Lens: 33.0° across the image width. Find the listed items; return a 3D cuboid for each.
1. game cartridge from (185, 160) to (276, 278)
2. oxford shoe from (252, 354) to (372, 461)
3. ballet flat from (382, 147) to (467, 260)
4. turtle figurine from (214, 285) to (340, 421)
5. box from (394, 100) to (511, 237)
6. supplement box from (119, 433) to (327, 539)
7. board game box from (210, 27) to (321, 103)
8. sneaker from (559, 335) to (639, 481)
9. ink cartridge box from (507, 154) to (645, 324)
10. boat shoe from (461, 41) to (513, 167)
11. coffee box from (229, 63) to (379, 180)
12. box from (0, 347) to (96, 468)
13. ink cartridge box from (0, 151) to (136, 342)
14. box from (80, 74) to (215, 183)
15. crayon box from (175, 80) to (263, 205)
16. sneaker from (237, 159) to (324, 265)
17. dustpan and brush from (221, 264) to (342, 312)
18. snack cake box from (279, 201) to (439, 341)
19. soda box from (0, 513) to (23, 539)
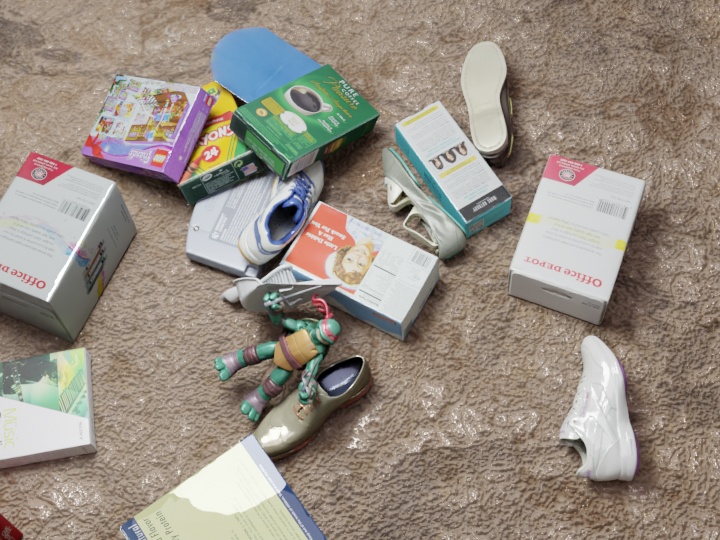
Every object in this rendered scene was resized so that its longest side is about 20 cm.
[{"bbox_3d":[-0.174,-0.090,1.794,0.132,0.041,0.202,20,66,9],"label":"game cartridge"},{"bbox_3d":[-0.071,0.177,1.632,0.199,0.074,0.071,-40,70,-15],"label":"oxford shoe"},{"bbox_3d":[0.076,-0.096,1.767,0.063,0.068,0.200,-37,67,-6],"label":"ballet flat"},{"bbox_3d":[-0.092,0.109,1.601,0.199,0.100,0.151,-34,74,26],"label":"turtle figurine"},{"bbox_3d":[0.136,-0.151,1.798,0.082,0.049,0.201,-28,65,-10],"label":"box"},{"bbox_3d":[-0.155,0.356,1.514,0.199,0.135,0.200,-34,67,-14],"label":"supplement box"},{"bbox_3d":[-0.137,-0.285,1.857,0.199,0.039,0.158,34,49,5],"label":"board game box"},{"bbox_3d":[0.307,0.181,1.609,0.098,0.075,0.202,-6,63,-1],"label":"sneaker"},{"bbox_3d":[0.304,-0.044,1.717,0.144,0.084,0.202,18,66,12],"label":"ink cartridge box"},{"bbox_3d":[0.196,-0.252,1.841,0.071,0.060,0.202,-11,61,15],"label":"boat shoe"},{"bbox_3d":[-0.079,-0.219,1.773,0.123,0.044,0.199,43,50,15],"label":"coffee box"},{"bbox_3d":[-0.466,0.193,1.668,0.197,0.036,0.146,-10,64,-3],"label":"box"},{"bbox_3d":[-0.435,-0.031,1.717,0.144,0.145,0.202,21,66,12],"label":"ink cartridge box"},{"bbox_3d":[-0.317,-0.213,1.799,0.198,0.039,0.138,15,77,40],"label":"box"},{"bbox_3d":[-0.235,-0.207,1.821,0.126,0.051,0.201,-25,53,0],"label":"crayon box"},{"bbox_3d":[-0.094,-0.093,1.732,0.075,0.088,0.201,38,61,-19],"label":"sneaker"},{"bbox_3d":[-0.135,0.027,1.668,0.138,0.199,0.058,1,69,-39],"label":"dustpan and brush"},{"bbox_3d":[0.000,0.000,1.721,0.198,0.067,0.116,26,70,15],"label":"snack cake box"},{"bbox_3d":[-0.492,0.313,1.518,0.069,0.201,0.064,28,67,15],"label":"soda box"}]
